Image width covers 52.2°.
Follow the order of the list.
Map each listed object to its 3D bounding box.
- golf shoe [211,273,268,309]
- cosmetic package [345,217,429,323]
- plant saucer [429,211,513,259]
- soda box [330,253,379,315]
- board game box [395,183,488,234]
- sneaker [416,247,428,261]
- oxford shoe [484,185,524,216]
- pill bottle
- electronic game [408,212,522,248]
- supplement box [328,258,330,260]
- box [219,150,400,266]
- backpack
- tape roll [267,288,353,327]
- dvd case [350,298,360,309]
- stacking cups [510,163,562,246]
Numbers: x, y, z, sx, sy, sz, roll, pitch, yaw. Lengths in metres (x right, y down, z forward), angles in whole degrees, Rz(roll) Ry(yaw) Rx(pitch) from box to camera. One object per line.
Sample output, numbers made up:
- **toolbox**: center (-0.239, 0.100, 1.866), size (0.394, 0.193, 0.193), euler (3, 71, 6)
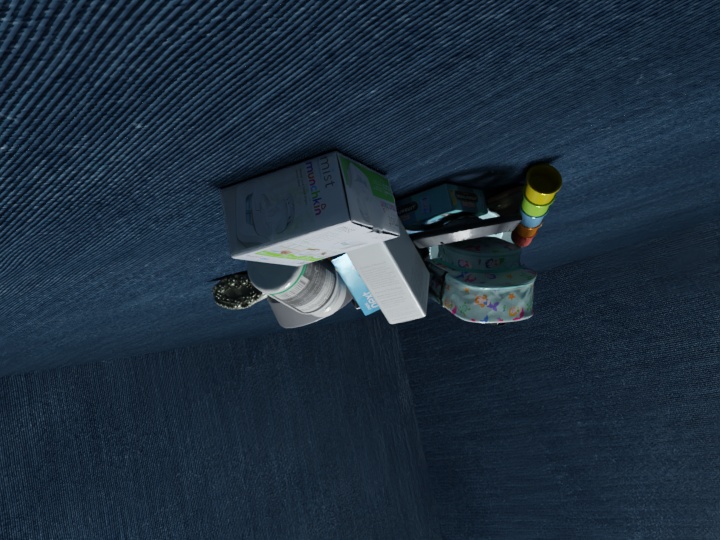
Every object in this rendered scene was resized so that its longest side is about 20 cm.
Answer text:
- **golf shoe**: center (-0.230, 0.038, 1.646), size (0.197, 0.080, 0.097), euler (-13, 179, 8)
- **cosmetic package**: center (0.043, -0.017, 1.187), size (0.073, 0.103, 0.201), euler (-15, 130, 23)
- **plant saucer**: center (0.233, -0.063, 1.497), size (0.197, 0.039, 0.203), euler (-6, 130, -7)
- **soda box**: center (0.000, 0.000, 1.401), size (0.067, 0.065, 0.201), euler (-24, 142, 5)
- **board game box**: center (0.103, -0.097, 1.295), size (0.198, 0.048, 0.150), euler (-18, 172, 32)
- **sneaker**: center (0.083, -0.010, 1.378), size (0.075, 0.089, 0.199), euler (-15, 173, 21)
- **oxford shoe**: center (0.299, -0.114, 1.385), size (0.070, 0.076, 0.198), euler (-18, 171, 40)
- **pill bottle**: center (-0.108, 0.012, 1.315), size (0.111, 0.115, 0.200), euler (-15, 156, 19)
- **electronic game**: center (0.176, -0.072, 1.250), size (0.197, 0.042, 0.200), euler (-10, -179, 0)
- **supplement box**: center (-0.048, -0.030, 1.464), size (0.197, 0.068, 0.069), euler (-10, 175, -13)
- **box**: center (-0.061, -0.074, 0.996), size (0.174, 0.098, 0.199), euler (-16, 172, 20)
- **backpack**: center (0.226, 0.019, 1.348), size (0.175, 0.153, 0.200), euler (-3, -158, -19)
- **tape roll**: center (-0.108, 0.050, 1.653), size (0.198, 0.067, 0.201), euler (-22, -164, 6)
- **dvd case**: center (0.040, 0.037, 1.709), size (0.148, 0.025, 0.200), euler (-12, -163, -8)
- **stacking cups**: center (0.296, -0.106, 1.287), size (0.059, 0.061, 0.201), euler (-11, 155, -8)
